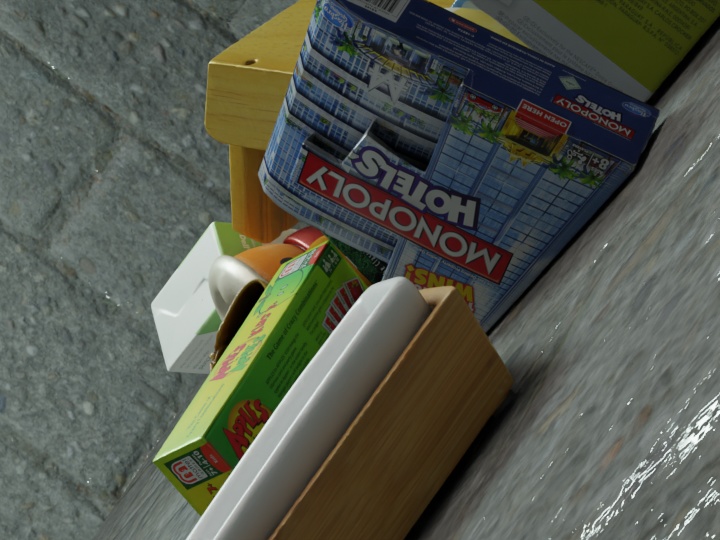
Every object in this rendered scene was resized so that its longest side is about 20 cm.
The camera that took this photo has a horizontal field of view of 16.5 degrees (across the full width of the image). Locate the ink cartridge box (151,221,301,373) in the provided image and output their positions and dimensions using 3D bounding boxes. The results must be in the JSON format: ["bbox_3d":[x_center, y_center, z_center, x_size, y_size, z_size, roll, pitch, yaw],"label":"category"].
[{"bbox_3d":[-0.050,0.028,1.962,0.117,0.199,0.068,-50,47,41],"label":"ink cartridge box"}]

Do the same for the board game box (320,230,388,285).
[{"bbox_3d":[0.011,-0.007,1.613,0.023,0.105,0.200,-41,-1,3],"label":"board game box"}]

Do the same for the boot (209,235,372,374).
[{"bbox_3d":[-0.044,0.035,1.646,0.144,0.070,0.202,60,-143,-57],"label":"boot"}]

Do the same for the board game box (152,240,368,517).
[{"bbox_3d":[-0.040,0.083,1.520,0.048,0.102,0.200,-27,20,38],"label":"board game box"}]

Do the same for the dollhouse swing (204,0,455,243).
[{"bbox_3d":[0.008,-0.112,1.802,0.181,0.177,0.200,12,36,39],"label":"dollhouse swing"}]

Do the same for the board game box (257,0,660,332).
[{"bbox_3d":[0.039,-0.044,1.401,0.062,0.199,0.200,-59,-7,-49],"label":"board game box"}]

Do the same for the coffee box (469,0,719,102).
[{"bbox_3d":[0.153,-0.249,1.457,0.198,0.200,0.200,-51,5,28],"label":"coffee box"}]

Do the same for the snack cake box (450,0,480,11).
[{"bbox_3d":[0.081,-0.106,1.652,0.200,0.115,0.067,-53,-4,22],"label":"snack cake box"}]

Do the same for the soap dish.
[{"bbox_3d":[-0.009,0.100,1.232,0.200,0.081,0.157,-54,4,-6],"label":"soap dish"}]

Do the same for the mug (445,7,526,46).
[{"bbox_3d":[0.050,-0.098,1.521,0.187,0.149,0.153,-46,-9,17],"label":"mug"}]

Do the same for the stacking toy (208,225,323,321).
[{"bbox_3d":[0.000,0.000,1.827,0.200,0.146,0.146,-39,0,-17],"label":"stacking toy"}]
